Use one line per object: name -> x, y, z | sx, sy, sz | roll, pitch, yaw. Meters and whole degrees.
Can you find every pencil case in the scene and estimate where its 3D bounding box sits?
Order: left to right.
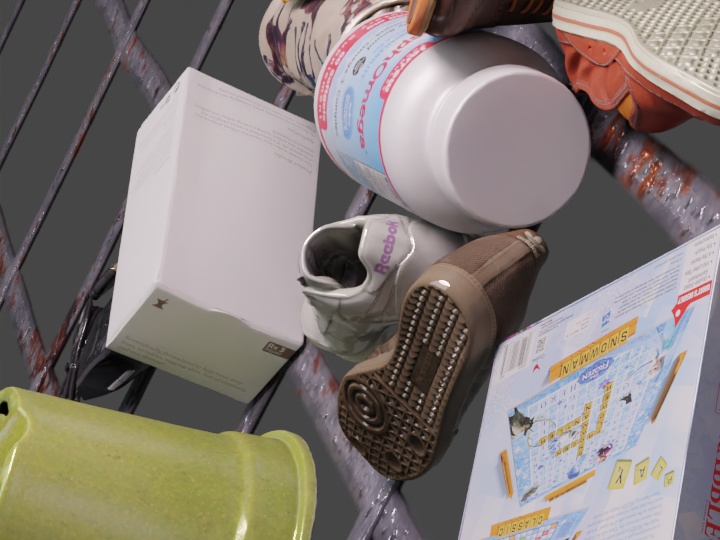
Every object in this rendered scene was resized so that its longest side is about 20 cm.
pencil case -> -0.004, -0.139, 1.697 | 0.200, 0.078, 0.089 | -151, 68, -70

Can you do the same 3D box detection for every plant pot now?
plant pot -> -0.154, 0.162, 1.606 | 0.200, 0.184, 0.200 | -51, 26, 38

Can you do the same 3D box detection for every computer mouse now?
computer mouse -> -0.175, 0.038, 2.000 | 0.200, 0.046, 0.140 | -50, 21, 50

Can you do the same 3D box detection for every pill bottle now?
pill bottle -> 0.051, -0.080, 1.452 | 0.109, 0.109, 0.200 | -66, 20, 3

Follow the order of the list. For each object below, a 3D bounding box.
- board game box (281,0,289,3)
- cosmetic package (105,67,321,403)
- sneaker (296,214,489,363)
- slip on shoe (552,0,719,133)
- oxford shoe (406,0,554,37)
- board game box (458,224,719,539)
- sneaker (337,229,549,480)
board game box -> 0.034, -0.239, 1.647 | 0.151, 0.046, 0.200 | -37, 10, -23
cosmetic package -> -0.095, -0.024, 1.760 | 0.081, 0.113, 0.200 | -46, 27, 43
sneaker -> 0.000, 0.000, 1.513 | 0.200, 0.100, 0.075 | -23, 51, 64
slip on shoe -> 0.154, -0.096, 1.296 | 0.200, 0.074, 0.061 | -146, 45, -63
oxford shoe -> 0.079, -0.163, 1.424 | 0.200, 0.073, 0.071 | -47, -23, -60
board game box -> 0.111, 0.101, 1.213 | 0.200, 0.041, 0.200 | -32, 40, 57
sneaker -> 0.050, 0.047, 1.409 | 0.076, 0.070, 0.200 | -34, -13, -29
